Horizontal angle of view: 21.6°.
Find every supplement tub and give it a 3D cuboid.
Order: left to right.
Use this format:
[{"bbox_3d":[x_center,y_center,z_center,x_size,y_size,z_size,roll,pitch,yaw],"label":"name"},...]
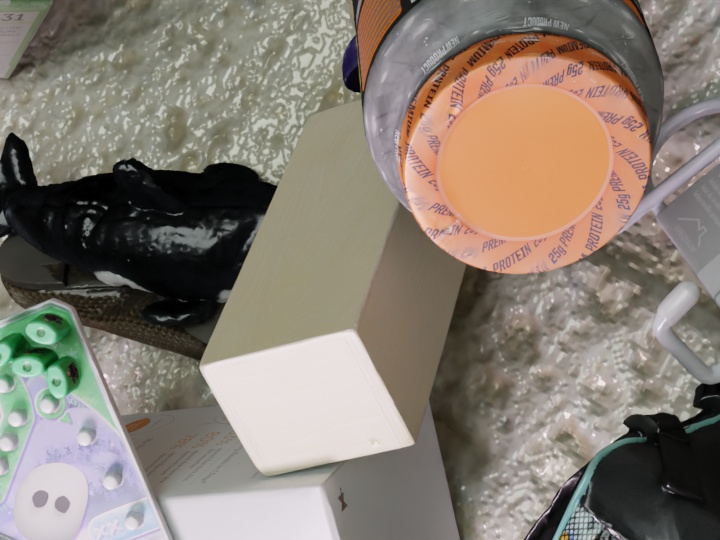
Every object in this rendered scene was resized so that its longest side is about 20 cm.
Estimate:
[{"bbox_3d":[0.058,-0.093,0.790,0.122,0.123,0.201,-33,30,18],"label":"supplement tub"}]

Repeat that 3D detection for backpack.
[{"bbox_3d":[0.123,0.168,0.763,0.153,0.175,0.201,44,116,18],"label":"backpack"}]

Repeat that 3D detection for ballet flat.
[{"bbox_3d":[-0.099,0.017,0.975,0.198,0.047,0.068,10,53,22],"label":"ballet flat"}]

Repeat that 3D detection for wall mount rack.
[{"bbox_3d":[0.176,-0.050,0.783,0.173,0.075,0.200,-40,36,10],"label":"wall mount rack"}]

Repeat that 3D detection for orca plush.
[{"bbox_3d":[-0.108,-0.041,0.948,0.199,0.071,0.105,22,58,30],"label":"orca plush"}]

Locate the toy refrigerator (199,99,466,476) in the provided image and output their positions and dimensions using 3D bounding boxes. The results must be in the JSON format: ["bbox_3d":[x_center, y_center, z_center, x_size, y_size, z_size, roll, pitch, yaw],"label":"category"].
[{"bbox_3d":[0.000,0.000,0.848,0.075,0.070,0.201,-15,31,23],"label":"toy refrigerator"}]

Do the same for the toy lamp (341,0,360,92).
[{"bbox_3d":[-0.018,-0.189,0.957,0.058,0.058,0.201,-28,70,20],"label":"toy lamp"}]

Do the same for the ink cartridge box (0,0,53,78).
[{"bbox_3d":[-0.191,-0.205,0.988,0.200,0.048,0.147,-36,61,59],"label":"ink cartridge box"}]

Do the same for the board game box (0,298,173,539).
[{"bbox_3d":[-0.178,0.140,0.812,0.199,0.026,0.201,-21,96,10],"label":"board game box"}]

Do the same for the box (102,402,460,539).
[{"bbox_3d":[-0.070,0.127,0.880,0.198,0.124,0.098,-8,104,26],"label":"box"}]
